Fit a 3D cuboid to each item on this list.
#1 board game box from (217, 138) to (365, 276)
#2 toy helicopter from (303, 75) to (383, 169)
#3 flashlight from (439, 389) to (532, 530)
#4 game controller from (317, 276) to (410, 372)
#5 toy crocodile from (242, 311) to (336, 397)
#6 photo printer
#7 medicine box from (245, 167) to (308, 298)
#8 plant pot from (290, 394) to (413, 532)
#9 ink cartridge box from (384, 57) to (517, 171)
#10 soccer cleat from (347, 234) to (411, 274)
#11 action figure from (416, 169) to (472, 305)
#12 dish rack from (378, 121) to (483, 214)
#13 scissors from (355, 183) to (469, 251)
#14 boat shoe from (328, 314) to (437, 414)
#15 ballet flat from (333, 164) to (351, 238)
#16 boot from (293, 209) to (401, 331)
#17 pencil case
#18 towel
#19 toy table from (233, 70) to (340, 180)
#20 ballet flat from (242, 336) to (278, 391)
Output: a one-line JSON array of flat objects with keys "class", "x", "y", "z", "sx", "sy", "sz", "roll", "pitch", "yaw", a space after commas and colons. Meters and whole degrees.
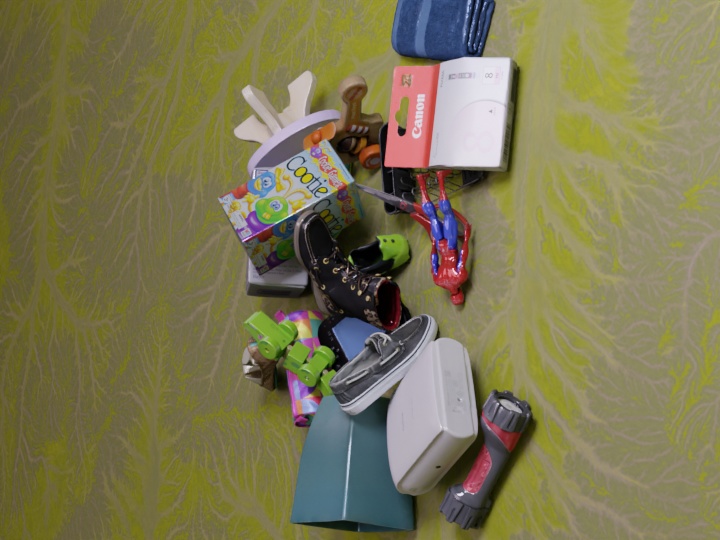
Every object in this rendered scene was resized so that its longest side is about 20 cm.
[{"class": "board game box", "x": -0.108, "y": -0.100, "z": 1.747, "sx": 0.199, "sy": 0.105, "sz": 0.103, "roll": -30, "pitch": 57, "yaw": -6}, {"class": "toy helicopter", "x": -0.025, "y": -0.240, "z": 1.771, "sx": 0.201, "sy": 0.131, "sz": 0.079, "roll": 95, "pitch": 159, "yaw": -57}, {"class": "flashlight", "x": 0.170, "y": 0.266, "z": 1.532, "sx": 0.068, "sy": 0.068, "sz": 0.201, "roll": 44, "pitch": 117, "yaw": 43}, {"class": "game controller", "x": 0.003, "y": 0.094, "z": 1.782, "sx": 0.200, "sy": 0.042, "sz": 0.105, "roll": -41, "pitch": 79, "yaw": 39}, {"class": "toy crocodile", "x": -0.110, "y": 0.141, "z": 1.805, "sx": 0.199, "sy": 0.068, "sz": 0.062, "roll": 36, "pitch": 136, "yaw": 5}, {"class": "photo printer", "x": 0.096, "y": 0.220, "z": 1.592, "sx": 0.200, "sy": 0.069, "sz": 0.167, "roll": 121, "pitch": 154, "yaw": -46}, {"class": "medicine box", "x": -0.145, "y": -0.062, "z": 1.903, "sx": 0.182, "sy": 0.102, "sz": 0.202, "roll": 135, "pitch": 138, "yaw": -80}, {"class": "plant pot", "x": -0.006, "y": 0.298, "z": 1.704, "sx": 0.141, "sy": 0.141, "sz": 0.202, "roll": -17, "pitch": 62, "yaw": 49}, {"class": "ink cartridge box", "x": 0.128, "y": -0.232, "z": 1.624, "sx": 0.198, "sy": 0.057, "sz": 0.164, "roll": 5, "pitch": 86, "yaw": 20}, {"class": "soccer cleat", "x": 0.000, "y": 0.000, "z": 1.785, "sx": 0.200, "sy": 0.081, "sz": 0.068, "roll": -43, "pitch": 52, "yaw": 39}, {"class": "action figure", "x": 0.129, "y": -0.047, "z": 1.630, "sx": 0.065, "sy": 0.052, "sz": 0.202, "roll": -6, "pitch": 95, "yaw": 33}, {"class": "dish rack", "x": 0.113, "y": -0.181, "z": 1.696, "sx": 0.199, "sy": 0.054, "sz": 0.155, "roll": -22, "pitch": 68, "yaw": 48}, {"class": "scissors", "x": 0.080, "y": -0.101, "z": 1.683, "sx": 0.200, "sy": 0.014, "sz": 0.073, "roll": 39, "pitch": 126, "yaw": 15}, {"class": "boat shoe", "x": 0.036, "y": 0.128, "z": 1.647, "sx": 0.200, "sy": 0.071, "sz": 0.072, "roll": -45, "pitch": 26, "yaw": -19}, {"class": "ballet flat", "x": -0.052, "y": -0.143, "z": 1.903, "sx": 0.067, "sy": 0.066, "sz": 0.202, "roll": -174, "pitch": 94, "yaw": -73}, {"class": "boot", "x": -0.019, "y": 0.005, "z": 1.688, "sx": 0.150, "sy": 0.073, "sz": 0.201, "roll": 19, "pitch": 136, "yaw": 40}, {"class": "pencil case", "x": -0.093, "y": 0.166, "z": 1.874, "sx": 0.088, "sy": 0.088, "sz": 0.202, "roll": -36, "pitch": 58, "yaw": 43}, {"class": "towel", "x": 0.121, "y": -0.390, "z": 1.727, "sx": 0.199, "sy": 0.048, "sz": 0.113, "roll": 20, "pitch": 101, "yaw": 51}, {"class": "toy table", "x": -0.131, "y": -0.256, "z": 1.940, "sx": 0.199, "sy": 0.184, "sz": 0.118, "roll": -30, "pitch": 69, "yaw": 10}, {"class": "ballet flat", "x": -0.176, "y": 0.160, "z": 1.923, "sx": 0.201, "sy": 0.065, "sz": 0.071, "roll": 99, "pitch": 163, "yaw": -60}]
